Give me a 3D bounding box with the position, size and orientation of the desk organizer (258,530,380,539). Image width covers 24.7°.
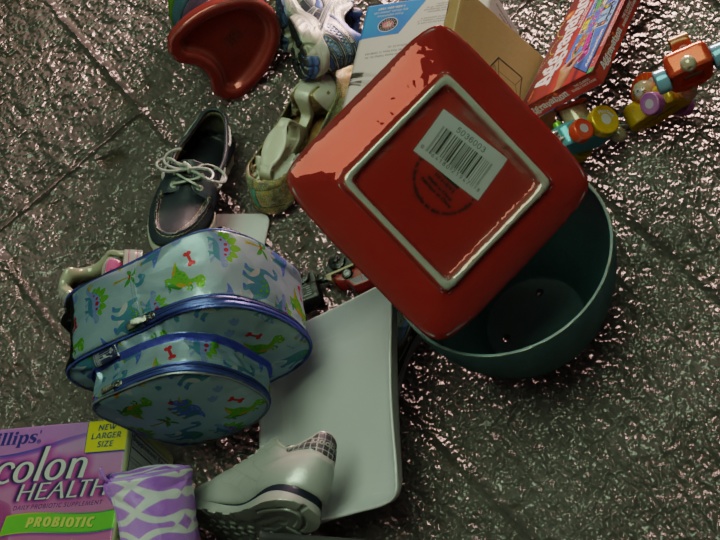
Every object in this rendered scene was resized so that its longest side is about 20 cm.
[{"bbox_3d":[0.009,0.278,1.417,0.199,0.077,0.072,0,61,23],"label":"desk organizer"}]

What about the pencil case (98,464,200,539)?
[{"bbox_3d":[-0.180,0.269,1.455,0.085,0.084,0.201,-6,84,-10],"label":"pencil case"}]

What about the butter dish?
[{"bbox_3d":[0.057,-0.072,1.410,0.200,0.148,0.199,45,82,-6],"label":"butter dish"}]

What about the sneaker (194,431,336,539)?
[{"bbox_3d":[-0.088,0.197,1.481,0.200,0.076,0.081,-18,47,49],"label":"sneaker"}]

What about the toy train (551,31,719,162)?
[{"bbox_3d":[0.246,-0.165,1.542,0.200,0.150,0.056,-25,75,12],"label":"toy train"}]

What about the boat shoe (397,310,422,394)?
[{"bbox_3d":[0.017,0.072,1.544,0.070,0.066,0.200,24,73,33],"label":"boat shoe"}]

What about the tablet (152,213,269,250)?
[{"bbox_3d":[-0.169,0.030,1.681,0.130,0.014,0.201,-1,61,22],"label":"tablet"}]

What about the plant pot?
[{"bbox_3d":[0.143,0.018,1.483,0.199,0.135,0.201,-11,57,17],"label":"plant pot"}]

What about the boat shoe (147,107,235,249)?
[{"bbox_3d":[-0.171,-0.093,1.685,0.075,0.062,0.200,12,40,10],"label":"boat shoe"}]

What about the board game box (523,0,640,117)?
[{"bbox_3d":[0.226,-0.235,1.612,0.103,0.019,0.200,-28,27,49],"label":"board game box"}]

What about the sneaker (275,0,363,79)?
[{"bbox_3d":[-0.042,-0.265,1.769,0.085,0.077,0.200,-8,36,-10],"label":"sneaker"}]

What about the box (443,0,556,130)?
[{"bbox_3d":[0.127,-0.146,1.577,0.021,0.163,0.201,-15,52,42],"label":"box"}]

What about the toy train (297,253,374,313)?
[{"bbox_3d":[0.000,0.000,1.616,0.199,0.034,0.046,-23,58,9],"label":"toy train"}]

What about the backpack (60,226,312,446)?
[{"bbox_3d":[-0.148,0.066,1.502,0.200,0.183,0.147,-29,53,25],"label":"backpack"}]

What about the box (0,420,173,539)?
[{"bbox_3d":[-0.285,0.253,1.542,0.175,0.097,0.201,-6,58,19],"label":"box"}]

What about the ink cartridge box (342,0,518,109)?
[{"bbox_3d":[0.067,-0.172,1.655,0.146,0.084,0.201,-2,61,29],"label":"ink cartridge box"}]

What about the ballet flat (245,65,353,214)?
[{"bbox_3d":[-0.061,-0.153,1.714,0.071,0.071,0.200,16,68,29],"label":"ballet flat"}]

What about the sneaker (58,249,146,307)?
[{"bbox_3d":[-0.216,0.021,1.642,0.199,0.088,0.082,-14,56,14],"label":"sneaker"}]

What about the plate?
[{"bbox_3d":[-0.024,0.134,1.491,0.199,0.032,0.201,-26,57,45],"label":"plate"}]

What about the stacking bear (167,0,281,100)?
[{"bbox_3d":[-0.170,-0.303,1.827,0.114,0.121,0.200,-41,44,10],"label":"stacking bear"}]
